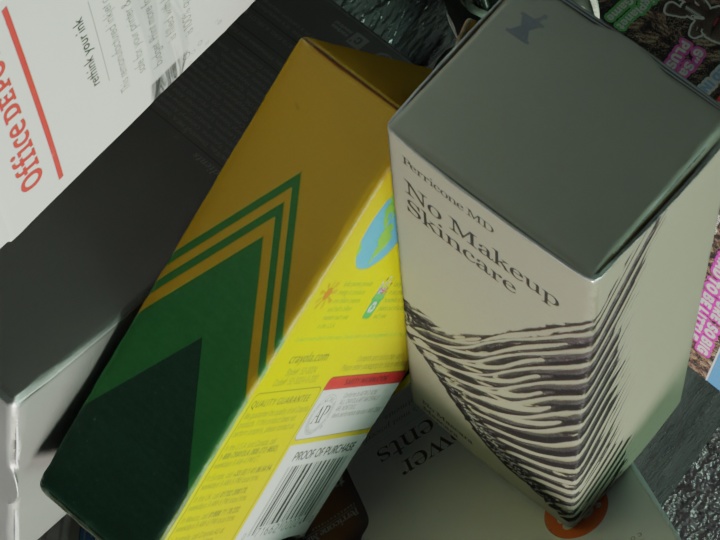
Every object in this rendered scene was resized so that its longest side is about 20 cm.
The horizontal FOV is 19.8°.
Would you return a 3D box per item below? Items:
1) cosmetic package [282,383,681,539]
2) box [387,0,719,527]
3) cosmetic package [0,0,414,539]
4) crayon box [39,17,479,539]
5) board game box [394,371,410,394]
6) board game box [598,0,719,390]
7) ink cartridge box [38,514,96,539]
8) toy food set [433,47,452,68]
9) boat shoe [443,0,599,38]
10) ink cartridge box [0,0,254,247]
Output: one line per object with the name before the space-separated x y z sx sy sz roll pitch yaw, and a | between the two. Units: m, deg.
cosmetic package | 0.016 0.122 0.768 0.199 0.151 0.052 -33 131 3
box | 0.061 0.003 0.654 0.068 0.082 0.200 -46 158 -17
cosmetic package | -0.076 -0.009 0.716 0.200 0.090 0.107 -38 158 -32
crayon box | -0.010 -0.001 0.678 0.201 0.051 0.127 -58 160 12
board game box | 0.002 0.086 0.937 0.104 0.024 0.200 -30 -161 28
board game box | 0.150 -0.060 1.014 0.097 0.200 0.160 -44 163 -21
ink cartridge box | -0.109 0.154 0.901 0.176 0.044 0.202 -8 107 -67
toy food set | 0.000 0.000 0.921 0.144 0.060 0.200 -61 -177 33
boat shoe | 0.065 -0.121 0.845 0.071 0.068 0.200 -10 162 11
ink cartridge box | -0.084 -0.088 0.547 0.200 0.068 0.116 -47 163 -17
